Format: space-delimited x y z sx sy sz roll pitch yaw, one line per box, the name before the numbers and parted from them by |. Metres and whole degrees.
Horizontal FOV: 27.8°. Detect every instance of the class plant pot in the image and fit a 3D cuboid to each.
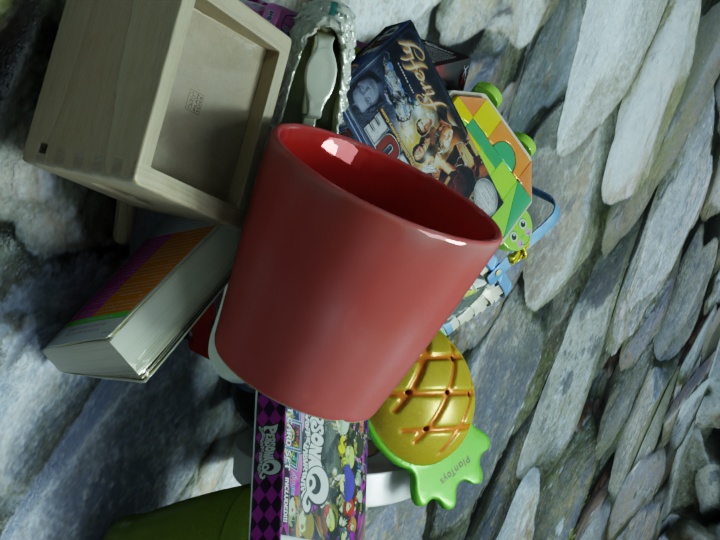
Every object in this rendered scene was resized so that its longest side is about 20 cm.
plant pot | -0.016 0.007 1.126 0.200 0.200 0.177 -4 124 -62
plant pot | -0.138 0.292 1.365 0.200 0.193 0.201 21 66 -62

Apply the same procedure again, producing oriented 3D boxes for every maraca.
maraca | 0.062 0.139 1.439 0.137 0.107 0.200 -35 107 -31

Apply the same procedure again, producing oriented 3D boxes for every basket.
basket | 0.097 -0.039 1.603 0.200 0.176 0.139 -48 140 -6

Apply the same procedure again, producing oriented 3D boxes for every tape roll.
tape roll | -0.034 0.199 1.514 0.203 0.203 0.037 -11 108 -60

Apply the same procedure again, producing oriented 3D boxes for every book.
book | -0.161 0.003 1.192 0.200 0.134 0.048 -50 117 -28

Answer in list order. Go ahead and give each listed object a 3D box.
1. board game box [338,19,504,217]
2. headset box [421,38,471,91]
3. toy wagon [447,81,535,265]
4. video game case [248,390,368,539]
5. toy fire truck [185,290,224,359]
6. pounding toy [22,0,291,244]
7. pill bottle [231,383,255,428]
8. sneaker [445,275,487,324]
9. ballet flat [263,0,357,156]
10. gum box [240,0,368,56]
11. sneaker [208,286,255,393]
board game box | 0.045 -0.106 1.314 0.136 0.035 0.200 -48 117 -40
headset box | 0.019 -0.146 1.462 0.200 0.077 0.149 -24 132 -57
toy wagon | 0.124 -0.088 1.478 0.200 0.040 0.155 51 61 -25
video game case | -0.042 0.168 1.277 0.181 0.036 0.200 34 55 -63
toy fire truck | -0.111 0.013 1.380 0.141 0.049 0.200 -48 149 -34
pounding toy | -0.159 -0.116 1.108 0.200 0.142 0.184 25 79 -64
pill bottle | -0.045 0.116 1.523 0.200 0.112 0.112 -3 114 -62
sneaker | 0.037 0.010 1.464 0.200 0.085 0.074 -5 149 -31
ballet flat | -0.046 -0.126 1.200 0.072 0.072 0.200 -23 128 -55
gum box | -0.071 -0.169 1.277 0.200 0.066 0.114 7 106 -64
sneaker | -0.067 0.017 1.333 0.200 0.081 0.146 -69 163 -2
